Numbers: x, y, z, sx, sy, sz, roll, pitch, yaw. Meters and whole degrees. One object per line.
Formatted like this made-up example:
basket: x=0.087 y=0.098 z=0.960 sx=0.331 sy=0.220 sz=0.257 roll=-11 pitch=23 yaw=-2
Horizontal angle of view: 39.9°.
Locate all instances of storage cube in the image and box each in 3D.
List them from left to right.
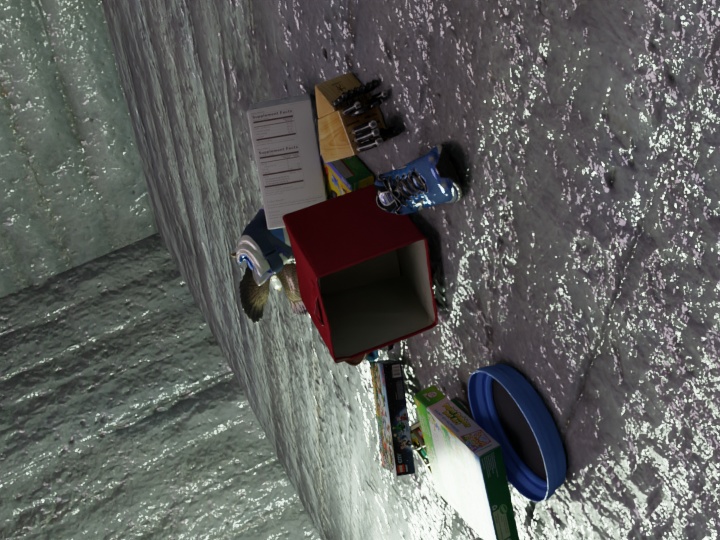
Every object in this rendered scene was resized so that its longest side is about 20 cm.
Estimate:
storage cube: x=0.000 y=0.000 z=1.517 sx=0.180 sy=0.198 sz=0.173 roll=-124 pitch=18 yaw=-50

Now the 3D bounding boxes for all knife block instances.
knife block: x=0.000 y=-0.199 z=1.467 sx=0.176 sy=0.063 sz=0.201 roll=56 pitch=160 yaw=35

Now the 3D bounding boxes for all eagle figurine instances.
eagle figurine: x=-0.194 y=0.008 z=2.214 sx=0.150 sy=0.151 sz=0.201 roll=34 pitch=-155 yaw=-37

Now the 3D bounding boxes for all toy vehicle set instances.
toy vehicle set: x=0.138 y=0.318 z=1.741 sx=0.125 sy=0.026 sz=0.200 roll=56 pitch=164 yaw=8

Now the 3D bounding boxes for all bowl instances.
bowl: x=0.220 y=0.225 z=1.391 sx=0.202 sy=0.039 sz=0.202 roll=57 pitch=161 yaw=31

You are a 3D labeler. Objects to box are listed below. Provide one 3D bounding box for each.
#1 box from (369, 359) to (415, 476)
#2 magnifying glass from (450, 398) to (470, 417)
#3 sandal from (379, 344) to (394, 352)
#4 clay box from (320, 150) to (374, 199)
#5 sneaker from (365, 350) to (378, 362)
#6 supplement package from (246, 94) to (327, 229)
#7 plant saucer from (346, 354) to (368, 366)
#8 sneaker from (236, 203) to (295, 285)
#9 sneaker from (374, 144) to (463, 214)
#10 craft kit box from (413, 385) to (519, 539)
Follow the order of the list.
box: x=0.057 y=0.268 z=1.831 sx=0.137 sy=0.037 sz=0.203 roll=158 pitch=106 yaw=-79
magnifying glass: x=0.148 y=0.256 z=1.681 sx=0.080 sy=0.022 sz=0.200 roll=63 pitch=165 yaw=-1
sandal: x=0.018 y=0.059 z=1.803 sx=0.077 sy=0.042 sz=0.201 roll=101 pitch=148 yaw=-47
clay box: x=-0.013 y=-0.100 z=1.666 sx=0.115 sy=0.047 sz=0.202 roll=51 pitch=156 yaw=44
sneaker: x=-0.017 y=0.087 z=1.902 sx=0.082 sy=0.073 sz=0.202 roll=25 pitch=146 yaw=60
supplement package: x=-0.121 y=-0.187 z=1.683 sx=0.114 sy=0.108 sz=0.203 roll=-104 pitch=5 yaw=-74
plant saucer: x=-0.015 y=0.069 z=1.779 sx=0.200 sy=0.036 sz=0.203 roll=-143 pitch=48 yaw=-57
sneaker: x=-0.132 y=-0.021 z=1.836 sx=0.198 sy=0.148 sz=0.081 roll=29 pitch=163 yaw=0
sneaker: x=0.072 y=-0.108 z=1.324 sx=0.079 sy=0.088 sz=0.200 roll=65 pitch=163 yaw=1
craft kit box: x=0.163 y=0.308 z=1.531 sx=0.197 sy=0.048 sz=0.202 roll=35 pitch=144 yaw=54
